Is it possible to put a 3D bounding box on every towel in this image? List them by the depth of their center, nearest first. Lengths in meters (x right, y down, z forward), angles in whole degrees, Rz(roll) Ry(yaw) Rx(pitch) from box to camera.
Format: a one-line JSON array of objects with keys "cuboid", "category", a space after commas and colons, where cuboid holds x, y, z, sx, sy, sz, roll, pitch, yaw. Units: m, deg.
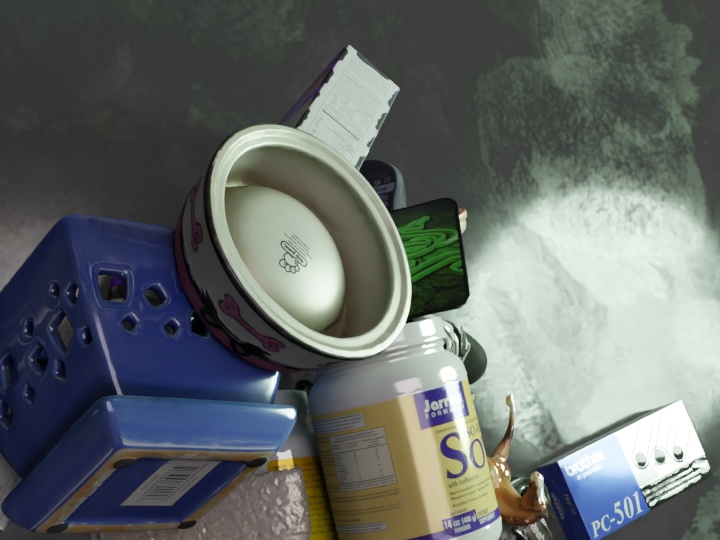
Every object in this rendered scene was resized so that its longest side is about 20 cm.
[{"cuboid": [-0.135, 0.246, 0.978, 0.199, 0.034, 0.133, -11, 76, 9], "category": "towel"}]

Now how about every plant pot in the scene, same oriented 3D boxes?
[{"cuboid": [-0.174, 0.093, 0.899, 0.199, 0.200, 0.181, 10, 49, -41], "category": "plant pot"}]

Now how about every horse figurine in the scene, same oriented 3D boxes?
[{"cuboid": [0.083, 0.194, 1.121, 0.199, 0.050, 0.133, -11, 66, 14], "category": "horse figurine"}]

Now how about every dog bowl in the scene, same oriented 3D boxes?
[{"cuboid": [-0.056, -0.010, 0.890, 0.200, 0.074, 0.201, 27, 46, -33], "category": "dog bowl"}]

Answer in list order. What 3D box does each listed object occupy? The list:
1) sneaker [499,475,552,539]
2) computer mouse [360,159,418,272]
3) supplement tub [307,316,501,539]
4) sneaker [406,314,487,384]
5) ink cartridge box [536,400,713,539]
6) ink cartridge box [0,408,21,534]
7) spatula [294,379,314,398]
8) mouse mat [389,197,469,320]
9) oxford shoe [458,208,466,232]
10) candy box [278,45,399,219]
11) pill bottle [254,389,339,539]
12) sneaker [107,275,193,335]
[{"cuboid": [0.130, 0.271, 1.110, 0.071, 0.097, 0.201, 60, 40, -25], "category": "sneaker"}, {"cuboid": [0.001, -0.035, 1.165, 0.201, 0.138, 0.053, -83, 158, -48], "category": "computer mouse"}, {"cuboid": [0.035, 0.152, 1.007, 0.145, 0.145, 0.201, -11, 86, -30], "category": "supplement tub"}, {"cuboid": [0.071, 0.081, 1.151, 0.199, 0.088, 0.074, 25, 89, -39], "category": "sneaker"}, {"cuboid": [0.296, 0.223, 1.274, 0.199, 0.044, 0.095, -18, 81, -31], "category": "ink cartridge box"}, {"cuboid": [-0.362, 0.110, 0.958, 0.199, 0.057, 0.163, 23, 64, -15], "category": "ink cartridge box"}, {"cuboid": [0.013, 0.167, 1.106, 0.200, 0.021, 0.057, 36, 99, 17], "category": "spatula"}, {"cuboid": [0.000, 0.000, 1.077, 0.199, 0.008, 0.161, -12, 40, 8], "category": "mouse mat"}, {"cuboid": [0.043, 0.000, 1.208, 0.200, 0.071, 0.074, -35, 112, -27], "category": "oxford shoe"}, {"cuboid": [-0.061, -0.092, 1.081, 0.071, 0.168, 0.200, 37, 41, -12], "category": "candy box"}, {"cuboid": [-0.072, 0.214, 1.044, 0.104, 0.104, 0.201, 0, 75, -28], "category": "pill bottle"}, {"cuboid": [-0.140, 0.025, 1.090, 0.199, 0.070, 0.100, 18, 63, -23], "category": "sneaker"}]
